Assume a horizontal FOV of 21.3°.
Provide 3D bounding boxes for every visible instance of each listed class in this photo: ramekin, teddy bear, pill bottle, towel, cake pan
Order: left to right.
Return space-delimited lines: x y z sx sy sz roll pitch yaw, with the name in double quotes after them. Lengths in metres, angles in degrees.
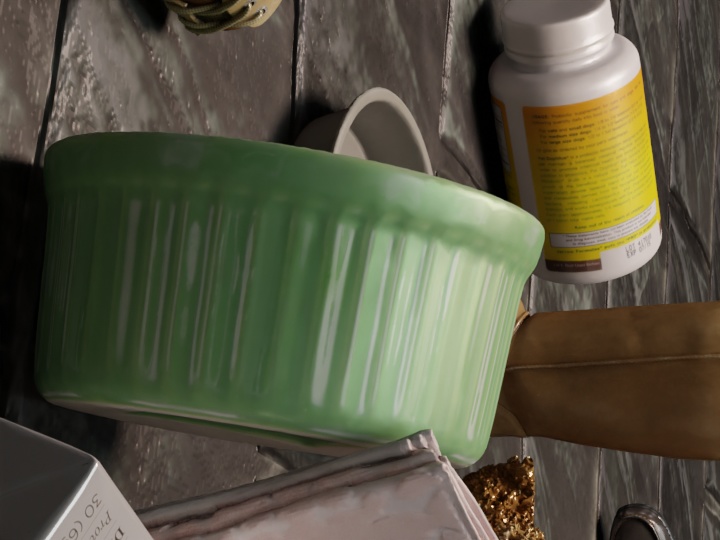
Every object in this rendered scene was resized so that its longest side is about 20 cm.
-0.034 0.145 0.739 0.191 0.200 0.032 63 13 -46 "towel"
-0.033 0.017 0.751 0.200 0.200 0.098 27 70 -67 "ramekin"
0.000 0.000 1.058 0.200 0.037 0.201 -1 90 -70 "cake pan"
0.076 0.210 1.173 0.145 0.067 0.200 111 -19 -71 "teddy bear"
0.153 -0.099 1.377 0.109 0.109 0.200 -59 143 -55 "pill bottle"

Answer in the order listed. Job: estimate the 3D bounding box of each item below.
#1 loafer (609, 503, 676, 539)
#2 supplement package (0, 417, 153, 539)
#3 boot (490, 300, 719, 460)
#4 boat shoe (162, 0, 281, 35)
0.242 0.303 1.655 0.072 0.073 0.200 -29 115 -62 "loafer"
-0.115 0.139 0.576 0.121 0.120 0.200 -56 145 -26 "supplement package"
0.143 0.030 1.210 0.066 0.200 0.176 -16 104 -69 "boot"
-0.058 -0.143 0.861 0.200 0.075 0.074 -44 132 -62 "boat shoe"
